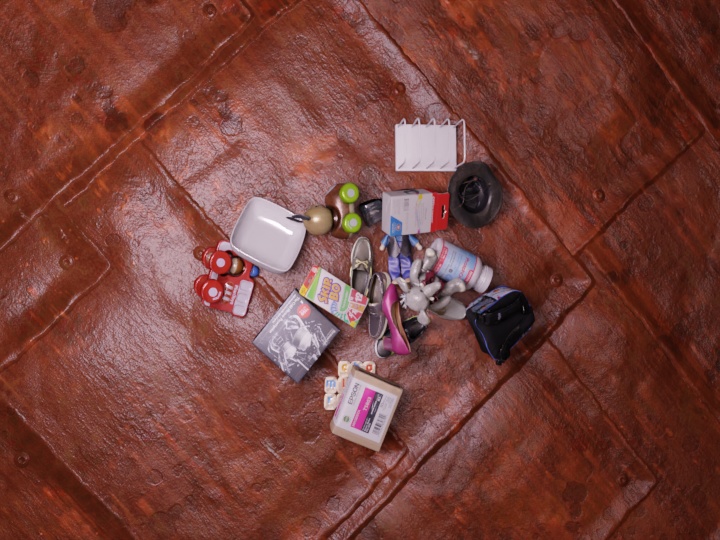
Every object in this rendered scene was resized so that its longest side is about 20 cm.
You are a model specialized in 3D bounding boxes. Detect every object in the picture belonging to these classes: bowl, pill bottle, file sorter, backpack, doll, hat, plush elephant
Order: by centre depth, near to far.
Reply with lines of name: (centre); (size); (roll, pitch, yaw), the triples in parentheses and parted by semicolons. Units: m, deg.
plush elephant: (0.185, 0.058, 1.543); (0.198, 0.155, 0.166); (-37, 95, 15)
bowl: (-0.270, -0.092, 1.578); (0.195, 0.075, 0.204); (25, 57, -9)
file sorter: (0.210, -0.383, 1.638); (0.193, 0.124, 0.144); (-1, 90, -6)
backpack: (0.427, 0.147, 1.651); (0.187, 0.154, 0.203); (-31, 114, -5)
pill bottle: (0.301, -0.010, 1.659); (0.195, 0.109, 0.112); (24, 88, -6)
doll: (0.126, -0.062, 1.668); (0.132, 0.048, 0.207); (-5, 85, 2)
hat: (0.339, -0.234, 1.671); (0.194, 0.081, 0.208); (-3, 100, -17)

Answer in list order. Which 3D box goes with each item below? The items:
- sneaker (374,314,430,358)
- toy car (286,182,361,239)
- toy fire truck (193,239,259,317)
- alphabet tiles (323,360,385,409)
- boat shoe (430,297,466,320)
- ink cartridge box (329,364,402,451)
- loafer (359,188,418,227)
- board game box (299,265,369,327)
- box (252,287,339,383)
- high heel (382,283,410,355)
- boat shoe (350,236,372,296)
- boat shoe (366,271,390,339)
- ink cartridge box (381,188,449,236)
sneaker: (0.126, 0.197, 1.652); (0.197, 0.083, 0.073); (-35, 94, -5)
toy car: (-0.114, -0.167, 1.562); (0.194, 0.164, 0.164); (-6, 91, -18)
toy fire truck: (-0.387, 0.023, 1.589); (0.164, 0.111, 0.206); (18, 88, -32)
alphabet tiles: (-0.016, 0.380, 1.671); (0.193, 0.015, 0.203); (2, 93, -7)
boat shoe: (0.244, 0.104, 1.673); (0.194, 0.068, 0.077); (20, 88, -7)
ink cartridge box: (0.017, 0.415, 1.633); (0.161, 0.075, 0.206); (22, 91, -9)
loafer: (0.095, -0.197, 1.659); (0.194, 0.073, 0.074); (-18, 107, -2)
board game box: (-0.076, 0.075, 1.579); (0.197, 0.030, 0.097); (32, 80, -14)
box: (-0.190, 0.190, 1.604); (0.181, 0.104, 0.201); (40, 86, -6)
high heel: (0.116, 0.143, 1.598); (0.066, 0.094, 0.208); (-6, 97, -51)
boat shoe: (0.003, 0.000, 1.647); (0.070, 0.060, 0.209); (7, 90, -7)
boat shoe: (0.046, 0.104, 1.637); (0.064, 0.070, 0.207); (8, 91, -49)
ink cartridge box: (0.164, -0.176, 1.612); (0.194, 0.067, 0.120); (-7, 112, -21)
